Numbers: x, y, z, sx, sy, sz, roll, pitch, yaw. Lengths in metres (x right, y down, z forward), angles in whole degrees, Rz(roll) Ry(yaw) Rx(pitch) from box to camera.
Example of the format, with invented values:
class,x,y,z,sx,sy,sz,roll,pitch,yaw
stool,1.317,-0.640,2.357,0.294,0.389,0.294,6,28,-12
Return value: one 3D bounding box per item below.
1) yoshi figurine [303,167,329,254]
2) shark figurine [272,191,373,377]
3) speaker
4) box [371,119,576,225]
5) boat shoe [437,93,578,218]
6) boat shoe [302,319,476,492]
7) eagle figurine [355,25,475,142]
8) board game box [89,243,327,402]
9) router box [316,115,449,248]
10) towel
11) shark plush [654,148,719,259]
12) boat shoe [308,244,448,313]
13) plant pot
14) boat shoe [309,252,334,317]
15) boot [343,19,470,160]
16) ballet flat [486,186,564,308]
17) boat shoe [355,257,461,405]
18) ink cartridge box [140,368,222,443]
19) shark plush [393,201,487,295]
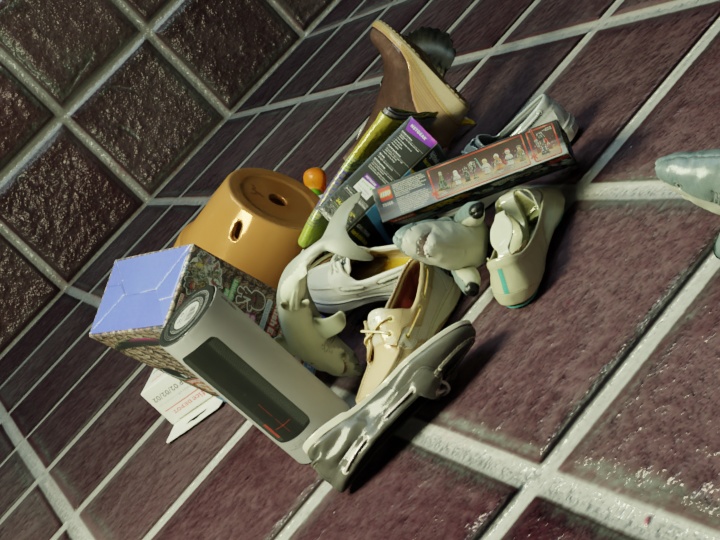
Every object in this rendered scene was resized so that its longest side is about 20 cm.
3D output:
class,x,y,z,sx,sy,sz,roll,pitch,yaw
yoshi figurine,-0.052,-0.078,1.777,0.112,0.112,0.200,-28,26,27
shark figurine,-0.055,0.016,1.327,0.090,0.128,0.215,-91,3,-49
speaker,-0.104,0.107,1.299,0.081,0.200,0.081,-38,24,20
box,0.122,-0.098,1.336,0.199,0.040,0.137,-20,-5,13
boat shoe,0.154,-0.128,1.474,0.200,0.069,0.072,-34,20,34
boat shoe,0.038,0.127,1.193,0.200,0.057,0.067,-39,-18,5
eagle figurine,0.085,-0.219,1.766,0.152,0.151,0.200,-46,25,31
board game box,-0.166,0.063,1.421,0.159,0.200,0.097,-9,58,49
router box,0.040,-0.086,1.503,0.149,0.051,0.200,-45,-16,3
towel,0.009,-0.111,1.514,0.200,0.023,0.144,-54,-16,18
shark plush,0.307,-0.068,0.952,0.091,0.083,0.200,-49,17,-15
boat shoe,0.000,0.000,1.438,0.200,0.070,0.071,-3,52,40
plant pot,-0.125,-0.033,1.608,0.200,0.200,0.140,-77,11,-60
boat shoe,-0.065,0.069,1.535,0.200,0.072,0.068,-54,21,2
boot,0.030,-0.203,1.622,0.166,0.072,0.200,-46,59,16
ballet flat,0.159,-0.043,1.270,0.069,0.069,0.200,-34,20,30
boat shoe,0.034,0.064,1.300,0.074,0.069,0.200,-28,23,43
ink cartridge box,-0.222,0.129,1.744,0.115,0.068,0.200,-36,19,27
shark plush,0.090,-0.042,1.330,0.083,0.091,0.200,4,18,10
